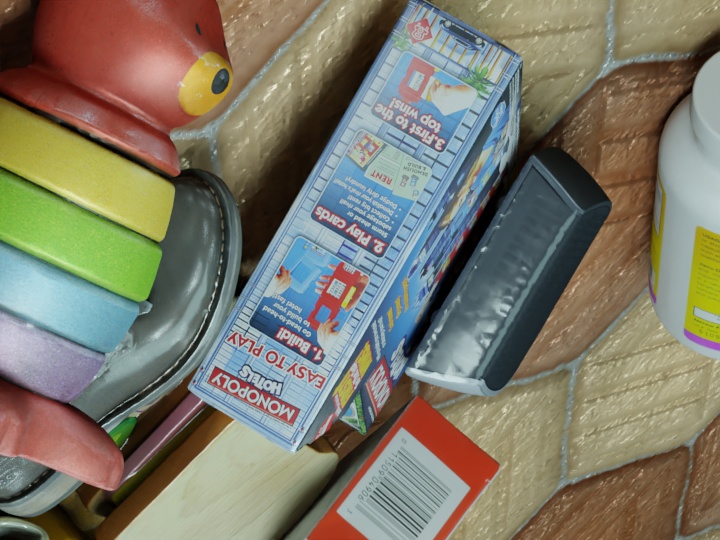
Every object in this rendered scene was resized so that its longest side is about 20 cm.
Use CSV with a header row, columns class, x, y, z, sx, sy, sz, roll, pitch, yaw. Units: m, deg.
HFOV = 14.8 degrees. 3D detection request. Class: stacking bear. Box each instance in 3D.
class,x,y,z,sx,sy,sz,roll,pitch,yaw
stacking bear,-0.117,-0.033,1.084,0.200,0.114,0.121,-64,151,-2

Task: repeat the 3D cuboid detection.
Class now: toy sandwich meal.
class,x,y,z,sx,sy,sz,roll,pitch,yaw
toy sandwich meal,-0.100,0.097,1.358,0.205,0.070,0.205,-33,152,-20

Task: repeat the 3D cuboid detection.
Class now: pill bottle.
class,x,y,z,sx,sy,sz,roll,pitch,yaw
pill bottle,0.217,-0.040,1.558,0.104,0.104,0.200,-34,153,-17

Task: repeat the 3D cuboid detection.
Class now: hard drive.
class,x,y,z,sx,sy,sz,roll,pitch,yaw
hard drive,0.080,0.004,1.409,0.135,0.042,0.200,-59,173,5

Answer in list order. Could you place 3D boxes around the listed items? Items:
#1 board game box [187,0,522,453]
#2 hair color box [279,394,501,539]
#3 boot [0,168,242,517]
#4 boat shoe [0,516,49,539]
class,x,y,z,sx,sy,sz,roll,pitch,yaw
board game box,0.000,0.000,1.303,0.200,0.062,0.200,-57,169,-13
hair color box,-0.016,0.154,1.461,0.111,0.064,0.200,-51,-176,-33
boot,-0.154,0.023,1.185,0.200,0.069,0.174,-54,144,6
boat shoe,-0.231,0.146,1.233,0.200,0.075,0.068,-7,132,-32
